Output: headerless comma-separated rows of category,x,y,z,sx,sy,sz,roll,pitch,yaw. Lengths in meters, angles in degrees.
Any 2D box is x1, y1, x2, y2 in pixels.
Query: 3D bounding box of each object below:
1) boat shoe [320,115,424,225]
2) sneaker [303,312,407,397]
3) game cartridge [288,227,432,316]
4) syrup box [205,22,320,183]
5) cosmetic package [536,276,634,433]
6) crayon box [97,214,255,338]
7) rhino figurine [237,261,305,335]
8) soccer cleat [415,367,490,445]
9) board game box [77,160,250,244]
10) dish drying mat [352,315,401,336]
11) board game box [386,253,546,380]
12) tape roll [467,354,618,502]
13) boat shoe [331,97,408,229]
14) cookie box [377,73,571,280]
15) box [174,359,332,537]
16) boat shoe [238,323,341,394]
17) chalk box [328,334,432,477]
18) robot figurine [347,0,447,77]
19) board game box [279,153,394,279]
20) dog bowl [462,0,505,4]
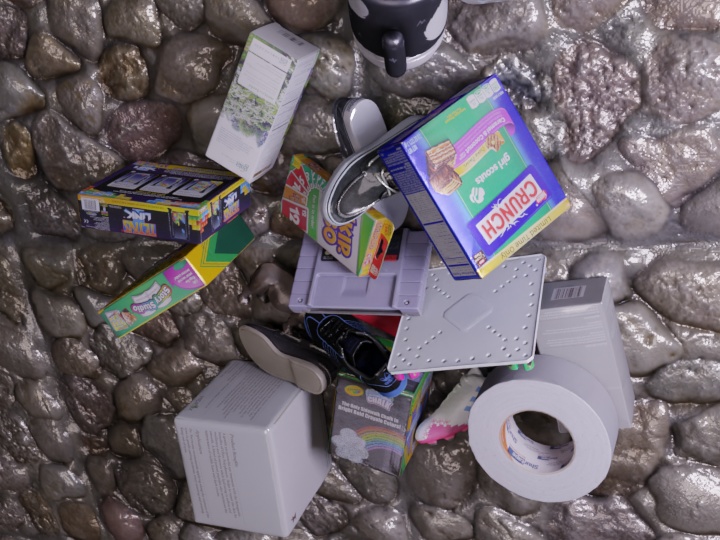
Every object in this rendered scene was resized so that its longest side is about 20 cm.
boat shoe,0.031,-0.132,1.169,0.200,0.071,0.072,-44,124,-8
sneaker,-0.015,0.100,1.262,0.199,0.070,0.078,36,170,32
game cartridge,0.000,0.000,1.280,0.198,0.131,0.038,0,156,21
syrup box,-0.138,-0.232,1.243,0.078,0.081,0.201,31,122,7
cosmetic package,0.311,0.120,1.237,0.106,0.090,0.202,-7,114,25
crayon box,-0.278,0.005,1.356,0.199,0.173,0.059,-29,102,29
rhino figurine,-0.089,0.058,1.376,0.199,0.060,0.088,32,124,3
soccer cleat,0.162,0.191,1.333,0.199,0.070,0.087,-26,90,14
board game box,-0.285,-0.104,1.311,0.198,0.165,0.057,9,115,17
dish drying mat,0.012,0.037,1.328,0.199,0.018,0.077,26,85,7
board game box,0.149,0.064,1.210,0.198,0.201,0.026,-8,129,25
tape roll,0.250,0.219,1.226,0.198,0.066,0.202,11,120,19
boat shoe,0.009,-0.148,1.239,0.068,0.072,0.201,21,142,49
cookie box,0.148,-0.117,1.138,0.201,0.171,0.075,57,161,-12
box,-0.165,0.278,1.427,0.170,0.200,0.201,3,114,22
boat shoe,-0.112,0.131,1.412,0.199,0.063,0.073,25,133,36
chalk box,0.036,0.184,1.352,0.123,0.124,0.202,16,118,14
robot figurine,0.047,-0.329,1.068,0.125,0.150,0.200,41,166,18
board game box,-0.037,-0.076,1.263,0.200,0.030,0.096,38,127,28
dog bowl,0.130,-0.396,1.002,0.058,0.200,0.202,-10,111,41
